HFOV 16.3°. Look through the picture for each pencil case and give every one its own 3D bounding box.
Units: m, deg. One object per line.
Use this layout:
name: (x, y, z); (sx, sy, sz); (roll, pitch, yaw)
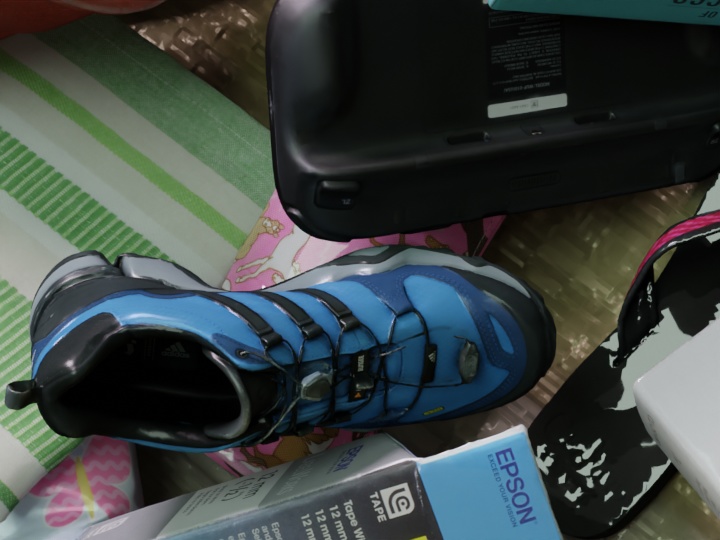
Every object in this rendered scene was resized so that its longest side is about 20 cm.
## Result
pencil case: (-0.145, 0.046, 1.065); (0.090, 0.083, 0.201); (-10, 67, -2)
pencil case: (0.000, 0.000, 1.016); (0.086, 0.083, 0.201); (31, 88, 44)

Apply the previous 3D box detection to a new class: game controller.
game controller: (0.059, -0.073, 0.960); (0.042, 0.199, 0.105); (-167, 68, -67)

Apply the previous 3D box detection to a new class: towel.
towel: (-0.136, -0.013, 1.035); (0.152, 0.023, 0.200); (37, 68, 12)

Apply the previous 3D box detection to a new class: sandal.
sandal: (0.132, 0.019, 0.969); (0.075, 0.045, 0.200); (40, 93, 29)

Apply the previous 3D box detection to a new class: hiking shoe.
hiking shoe: (-0.026, 0.040, 0.923); (0.198, 0.087, 0.075); (-2, 116, 1)

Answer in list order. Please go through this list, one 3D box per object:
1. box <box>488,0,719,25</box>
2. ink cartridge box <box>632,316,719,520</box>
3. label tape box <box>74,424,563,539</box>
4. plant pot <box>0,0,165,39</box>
box: (0.145, -0.138, 0.945); (0.198, 0.049, 0.083); (2, 70, -17)
ink cartridge box: (0.226, 0.051, 0.893); (0.199, 0.044, 0.174); (-36, 61, -5)
label tape box: (-0.003, 0.144, 0.948); (0.199, 0.066, 0.144); (-19, 98, 16)
plant pot: (-0.199, -0.162, 1.021); (0.194, 0.200, 0.202); (-22, 65, 32)
